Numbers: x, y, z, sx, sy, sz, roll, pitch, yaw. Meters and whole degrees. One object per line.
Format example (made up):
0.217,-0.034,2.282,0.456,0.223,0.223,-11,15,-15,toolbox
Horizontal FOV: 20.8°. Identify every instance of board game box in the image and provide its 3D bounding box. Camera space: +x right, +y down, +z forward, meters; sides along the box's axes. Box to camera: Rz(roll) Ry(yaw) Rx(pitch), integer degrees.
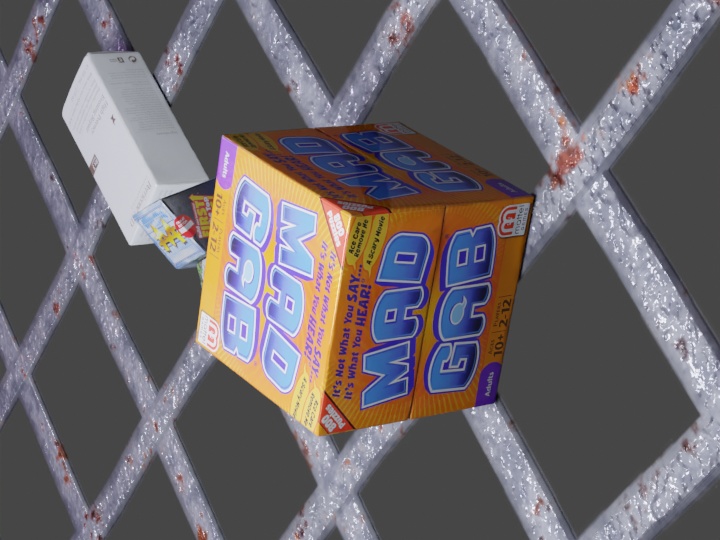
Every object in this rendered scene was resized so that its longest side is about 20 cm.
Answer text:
-0.109,-0.019,1.870,0.062,0.199,0.201,-26,75,52,board game box
0.000,0.000,1.723,0.200,0.199,0.201,33,121,47,board game box

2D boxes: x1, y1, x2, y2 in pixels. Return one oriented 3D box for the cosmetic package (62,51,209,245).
-0.248,-0.135,2.152,0.200,0.074,0.102,60,139,30,cosmetic package
